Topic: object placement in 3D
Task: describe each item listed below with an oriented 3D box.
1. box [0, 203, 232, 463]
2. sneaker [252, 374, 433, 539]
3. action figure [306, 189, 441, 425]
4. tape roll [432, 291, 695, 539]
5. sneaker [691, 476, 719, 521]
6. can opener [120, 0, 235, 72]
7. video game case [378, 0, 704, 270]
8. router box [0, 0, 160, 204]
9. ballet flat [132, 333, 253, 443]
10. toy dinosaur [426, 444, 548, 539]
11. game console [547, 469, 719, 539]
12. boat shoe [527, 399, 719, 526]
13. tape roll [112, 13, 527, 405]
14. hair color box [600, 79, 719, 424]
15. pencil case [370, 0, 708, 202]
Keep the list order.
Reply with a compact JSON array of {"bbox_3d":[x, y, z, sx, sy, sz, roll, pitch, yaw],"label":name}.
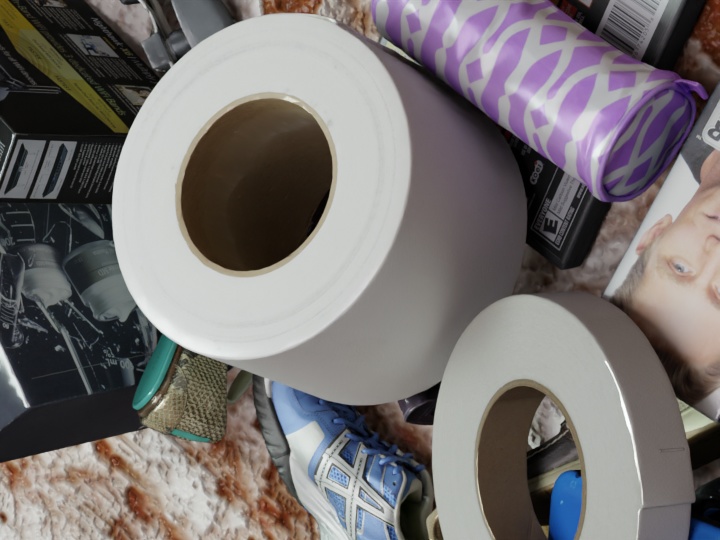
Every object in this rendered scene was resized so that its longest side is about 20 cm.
[{"bbox_3d":[-0.206,0.015,1.868,0.104,0.200,0.182,-34,76,37],"label":"box"},{"bbox_3d":[0.001,0.124,1.807,0.077,0.076,0.200,-30,84,27],"label":"sneaker"},{"bbox_3d":[0.000,0.000,1.786,0.200,0.069,0.130,56,133,27],"label":"action figure"},{"bbox_3d":[0.106,0.111,1.586,0.203,0.037,0.203,8,100,59],"label":"tape roll"},{"bbox_3d":[0.249,0.115,1.568,0.200,0.112,0.073,-43,73,36],"label":"sneaker"},{"bbox_3d":[-0.133,-0.201,1.883,0.067,0.053,0.200,-25,79,6],"label":"can opener"},{"bbox_3d":[0.097,-0.132,1.710,0.181,0.025,0.200,38,120,28],"label":"video game case"},{"bbox_3d":[-0.207,-0.115,1.852,0.200,0.157,0.052,46,123,40],"label":"router box"},{"bbox_3d":[-0.090,0.026,1.842,0.068,0.075,0.200,-41,30,47],"label":"ballet flat"},{"bbox_3d":[0.096,0.144,1.748,0.101,0.058,0.200,-28,84,23],"label":"toy dinosaur"},{"bbox_3d":[0.198,0.208,1.591,0.200,0.118,0.171,18,106,57],"label":"game console"},{"bbox_3d":[0.157,0.088,1.666,0.200,0.073,0.065,-25,63,22],"label":"boat shoe"},{"bbox_3d":[-0.024,-0.033,1.678,0.202,0.139,0.203,-9,73,30],"label":"tape roll"},{"bbox_3d":[0.214,-0.024,1.575,0.100,0.060,0.200,33,100,32],"label":"hair color box"},{"bbox_3d":[0.096,-0.121,1.648,0.200,0.084,0.086,40,89,26],"label":"pencil case"}]
